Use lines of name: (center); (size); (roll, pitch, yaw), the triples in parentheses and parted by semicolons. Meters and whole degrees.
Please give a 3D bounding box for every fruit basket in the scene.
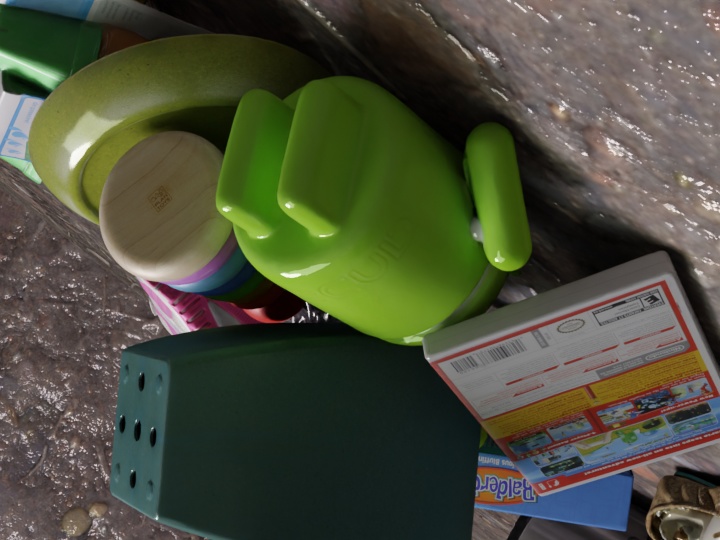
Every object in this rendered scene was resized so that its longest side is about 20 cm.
fruit basket: (-0.147, -0.103, 0.793); (0.198, 0.095, 0.185); (23, 148, -20)

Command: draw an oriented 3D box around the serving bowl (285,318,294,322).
serving bowl: (-0.097, -0.044, 1.053); (0.200, 0.066, 0.201); (43, 156, 24)

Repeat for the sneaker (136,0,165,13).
sneaker: (-0.211, -0.199, 0.858); (0.198, 0.079, 0.082); (23, 161, 19)

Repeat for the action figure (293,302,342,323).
action figure: (-0.022, 0.066, 0.945); (0.117, 0.104, 0.200); (6, 160, 9)

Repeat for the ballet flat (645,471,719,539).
ballet flat: (0.275, 0.196, 0.941); (0.070, 0.066, 0.200); (37, 168, -4)

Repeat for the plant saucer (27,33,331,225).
plant saucer: (-0.103, -0.070, 0.769); (0.200, 0.197, 0.032); (60, -164, -62)

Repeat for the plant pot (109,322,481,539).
plant pot: (-0.045, 0.100, 0.774); (0.197, 0.144, 0.141); (7, 178, -29)

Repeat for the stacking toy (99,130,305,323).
stacking toy: (-0.080, -0.014, 0.779); (0.085, 0.086, 0.200); (31, 177, 24)

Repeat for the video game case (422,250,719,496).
video game case: (0.138, 0.069, 0.736); (0.200, 0.141, 0.018); (50, -155, -48)

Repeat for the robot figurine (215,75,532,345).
robot figurine: (0.009, -0.029, 0.688); (0.173, 0.118, 0.199); (-3, 158, 37)

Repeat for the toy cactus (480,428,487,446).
toy cactus: (0.086, 0.058, 0.923); (0.198, 0.103, 0.166); (13, -145, -46)

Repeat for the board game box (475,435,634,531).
board game box: (0.108, 0.148, 0.977); (0.196, 0.046, 0.152); (8, -174, 9)

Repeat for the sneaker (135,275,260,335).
sneaker: (-0.150, 0.006, 1.041); (0.088, 0.081, 0.202); (2, 125, 61)

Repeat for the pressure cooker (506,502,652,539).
pressure cooker: (0.251, 0.315, 1.214); (0.174, 0.182, 0.199); (4, -166, -44)
